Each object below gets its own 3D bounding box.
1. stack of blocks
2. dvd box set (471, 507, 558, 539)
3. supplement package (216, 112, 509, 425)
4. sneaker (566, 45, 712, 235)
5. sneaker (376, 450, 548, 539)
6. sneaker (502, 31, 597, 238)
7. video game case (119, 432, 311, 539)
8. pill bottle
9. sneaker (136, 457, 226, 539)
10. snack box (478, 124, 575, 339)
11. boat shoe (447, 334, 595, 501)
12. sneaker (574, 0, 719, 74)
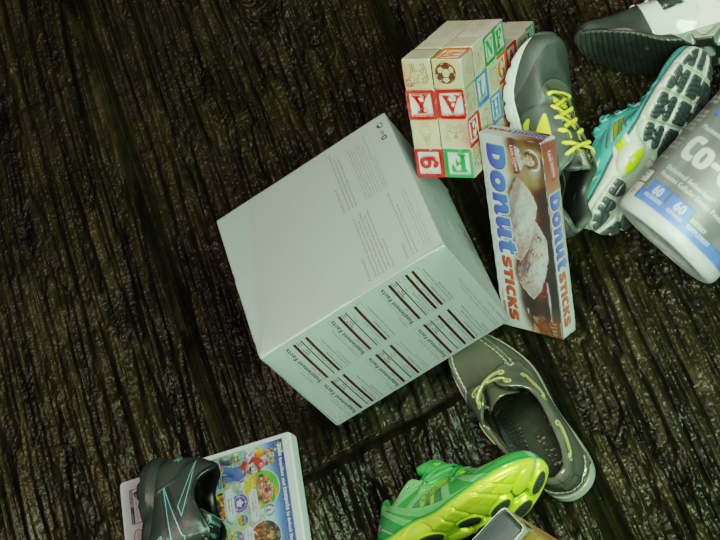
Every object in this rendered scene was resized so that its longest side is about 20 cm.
[{"bbox_3d":[0.110,-0.179,1.505,0.058,0.200,0.115,3,116,26],"label":"stack of blocks"},{"bbox_3d":[0.115,0.280,1.341,0.146,0.200,0.029,-48,59,1],"label":"dvd box set"},{"bbox_3d":[0.000,0.000,1.514,0.200,0.147,0.192,-32,47,12],"label":"supplement package"},{"bbox_3d":[0.256,-0.131,1.499,0.200,0.077,0.080,-55,46,7],"label":"sneaker"},{"bbox_3d":[0.082,0.202,1.438,0.200,0.074,0.084,-33,49,35],"label":"sneaker"},{"bbox_3d":[0.186,-0.122,1.477,0.085,0.074,0.201,6,100,52],"label":"sneaker"},{"bbox_3d":[-0.146,0.256,1.582,0.200,0.018,0.144,-19,64,19],"label":"video game case"},{"bbox_3d":[0.339,-0.096,1.427,0.200,0.114,0.114,-48,59,2],"label":"pill bottle"},{"bbox_3d":[-0.175,0.274,1.535,0.079,0.075,0.201,-10,67,20],"label":"sneaker"},{"bbox_3d":[0.154,-0.034,1.459,0.072,0.200,0.024,15,35,41],"label":"snack box"},{"bbox_3d":[0.141,0.125,1.468,0.072,0.060,0.202,-42,59,7],"label":"boat shoe"},{"bbox_3d":[0.307,-0.243,1.526,0.199,0.074,0.089,-1,65,12],"label":"sneaker"}]
